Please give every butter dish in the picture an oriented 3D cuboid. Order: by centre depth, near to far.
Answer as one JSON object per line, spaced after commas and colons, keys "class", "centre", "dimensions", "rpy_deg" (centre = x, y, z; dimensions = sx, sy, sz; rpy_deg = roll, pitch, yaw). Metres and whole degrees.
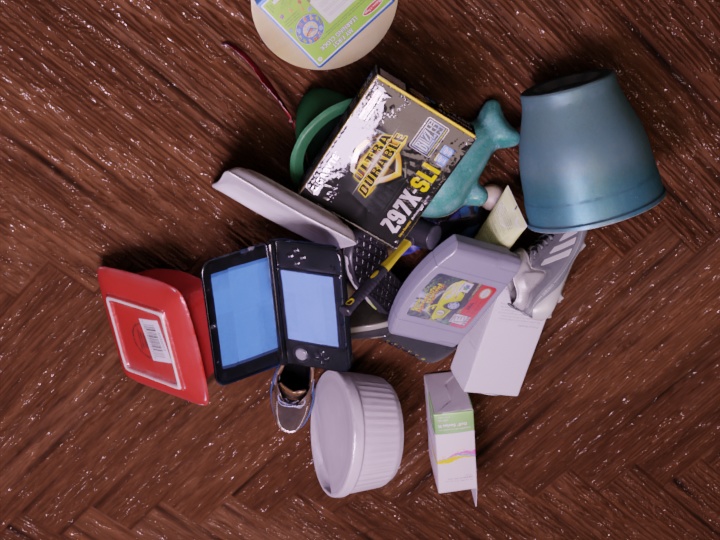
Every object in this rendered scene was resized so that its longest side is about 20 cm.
{"class": "butter dish", "centre": [-0.269, 0.072, 1.683], "dimensions": [0.148, 0.199, 0.201], "rpy_deg": [-33, 125, -40]}

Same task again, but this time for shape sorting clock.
{"class": "shape sorting clock", "centre": [-0.048, -0.363, 1.519], "dimensions": [0.199, 0.039, 0.201], "rpy_deg": [-5, 122, -8]}

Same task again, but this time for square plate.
{"class": "square plate", "centre": [-0.106, -0.088, 1.578], "dimensions": [0.198, 0.200, 0.029], "rpy_deg": [28, 83, -11]}

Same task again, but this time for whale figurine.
{"class": "whale figurine", "centre": [0.132, -0.161, 1.608], "dimensions": [0.200, 0.104, 0.159], "rpy_deg": [-33, 90, 0]}

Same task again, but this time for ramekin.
{"class": "ramekin", "centre": [-0.005, 0.253, 1.784], "dimensions": [0.094, 0.202, 0.203], "rpy_deg": [2, 120, -22]}

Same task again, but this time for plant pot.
{"class": "plant pot", "centre": [0.307, -0.174, 1.587], "dimensions": [0.199, 0.200, 0.189], "rpy_deg": [-16, 106, 3]}

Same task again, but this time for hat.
{"class": "hat", "centre": [-0.069, -0.228, 1.605], "dimensions": [0.165, 0.176, 0.200], "rpy_deg": [-28, 145, -16]}

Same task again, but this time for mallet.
{"class": "mallet", "centre": [0.044, -0.004, 1.581], "dimensions": [0.066, 0.200, 0.041], "rpy_deg": [15, 140, 27]}

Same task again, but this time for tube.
{"class": "tube", "centre": [0.189, -0.030, 1.688], "dimensions": [0.058, 0.052, 0.200], "rpy_deg": [35, 135, 7]}

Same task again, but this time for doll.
{"class": "doll", "centre": [0.122, -0.077, 1.693], "dimensions": [0.199, 0.048, 0.137], "rpy_deg": [-24, 118, 0]}

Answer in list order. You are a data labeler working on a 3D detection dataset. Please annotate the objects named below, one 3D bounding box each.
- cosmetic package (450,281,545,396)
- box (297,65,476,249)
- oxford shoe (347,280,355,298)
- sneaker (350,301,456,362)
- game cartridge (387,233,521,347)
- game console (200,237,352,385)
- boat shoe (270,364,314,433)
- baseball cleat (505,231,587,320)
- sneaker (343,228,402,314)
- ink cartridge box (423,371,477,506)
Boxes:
{"class": "cosmetic package", "centre": [0.221, 0.091, 1.770], "dimensions": [0.101, 0.074, 0.201], "rpy_deg": [8, 115, -22]}
{"class": "box", "centre": [0.034, -0.147, 1.517], "dimensions": [0.159, 0.049, 0.200], "rpy_deg": [29, 115, -16]}
{"class": "oxford shoe", "centre": [-0.104, 0.057, 1.715], "dimensions": [0.199, 0.074, 0.071], "rpy_deg": [-26, 79, 0]}
{"class": "sneaker", "centre": [0.056, 0.103, 1.770], "dimensions": [0.199, 0.075, 0.107], "rpy_deg": [-9, 120, -3]}
{"class": "game cartridge", "centre": [0.128, 0.033, 1.661], "dimensions": [0.133, 0.041, 0.200], "rpy_deg": [16, 131, -23]}
{"class": "game console", "centre": [-0.115, 0.067, 1.612], "dimensions": [0.170, 0.118, 0.201], "rpy_deg": [8, 118, 25]}
{"class": "boat shoe", "centre": [-0.108, 0.179, 1.791], "dimensions": [0.072, 0.072, 0.201], "rpy_deg": [6, 116, 1]}
{"class": "baseball cleat", "centre": [0.273, -0.030, 1.681], "dimensions": [0.106, 0.070, 0.201], "rpy_deg": [25, 74, -19]}
{"class": "sneaker", "centre": [0.000, 0.000, 1.677], "dimensions": [0.072, 0.083, 0.200], "rpy_deg": [-49, 146, -16]}
{"class": "ink cartridge box", "centre": [0.147, 0.279, 1.853], "dimensions": [0.067, 0.117, 0.201], "rpy_deg": [-7, 119, -2]}
